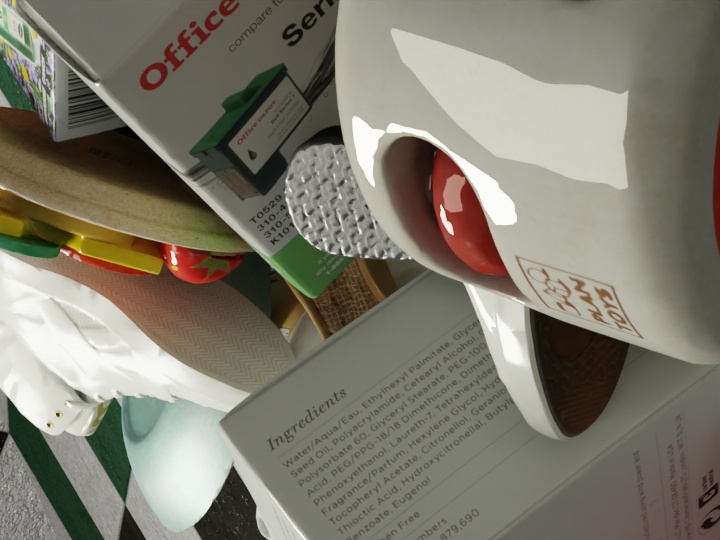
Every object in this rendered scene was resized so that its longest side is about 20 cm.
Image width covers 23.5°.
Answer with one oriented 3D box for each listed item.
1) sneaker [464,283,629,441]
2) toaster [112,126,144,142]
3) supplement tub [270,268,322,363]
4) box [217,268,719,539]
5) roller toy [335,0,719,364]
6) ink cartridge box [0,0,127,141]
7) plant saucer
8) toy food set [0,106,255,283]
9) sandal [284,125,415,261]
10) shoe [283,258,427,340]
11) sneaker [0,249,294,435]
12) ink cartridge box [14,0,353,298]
[{"bbox_3d":[0.055,-0.031,0.684,0.084,0.073,0.202,12,123,46],"label":"sneaker"},{"bbox_3d":[-0.112,-0.175,0.973,0.200,0.118,0.183,22,124,60],"label":"toaster"},{"bbox_3d":[0.002,0.068,1.035,0.146,0.144,0.200,65,160,-12],"label":"supplement tub"},{"bbox_3d":[0.065,0.104,0.810,0.131,0.199,0.200,46,165,34],"label":"box"},{"bbox_3d":[0.094,-0.068,0.540,0.139,0.182,0.202,20,115,35],"label":"roller toy"},{"bbox_3d":[-0.174,-0.171,0.906,0.200,0.050,0.110,53,147,38],"label":"ink cartridge box"},{"bbox_3d":[-0.111,0.057,1.068,0.201,0.038,0.203,-47,36,49],"label":"plant saucer"},{"bbox_3d":[-0.145,-0.042,0.955,0.049,0.196,0.200,-70,22,11],"label":"toy food set"},{"bbox_3d":[0.062,-0.029,0.743,0.198,0.043,0.077,16,121,23],"label":"sandal"},{"bbox_3d":[0.000,0.000,0.919,0.053,0.070,0.201,23,-145,-40],"label":"shoe"},{"bbox_3d":[-0.130,0.054,0.991,0.199,0.074,0.116,27,127,18],"label":"sneaker"},{"bbox_3d":[-0.041,-0.102,0.808,0.084,0.146,0.200,43,178,39],"label":"ink cartridge box"}]
